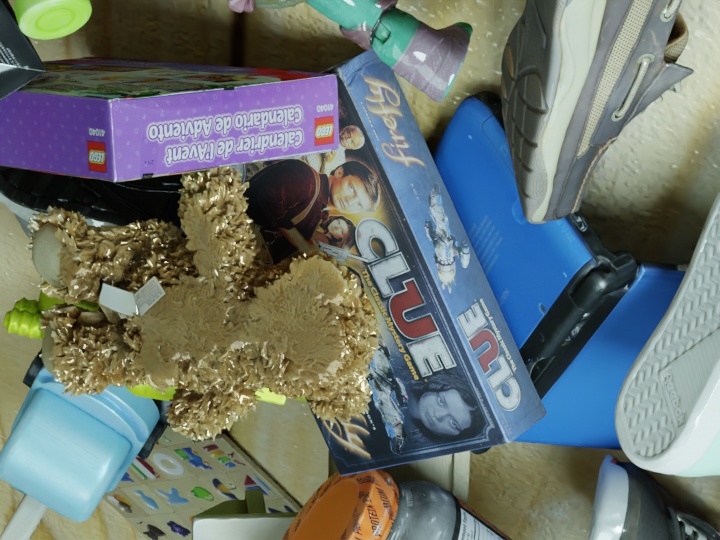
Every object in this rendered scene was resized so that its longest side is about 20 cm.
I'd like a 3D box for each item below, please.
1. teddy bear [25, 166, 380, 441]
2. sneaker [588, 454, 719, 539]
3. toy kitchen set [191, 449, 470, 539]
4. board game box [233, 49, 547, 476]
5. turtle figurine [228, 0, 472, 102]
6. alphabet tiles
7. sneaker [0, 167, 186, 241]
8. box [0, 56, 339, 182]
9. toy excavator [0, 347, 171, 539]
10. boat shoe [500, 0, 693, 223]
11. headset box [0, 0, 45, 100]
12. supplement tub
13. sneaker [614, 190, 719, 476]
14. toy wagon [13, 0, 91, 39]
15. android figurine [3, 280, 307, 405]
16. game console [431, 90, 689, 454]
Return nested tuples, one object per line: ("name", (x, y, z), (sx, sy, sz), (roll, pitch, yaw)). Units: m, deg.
("teddy bear", (-0.080, 0.018, 0.973), (0.198, 0.067, 0.146), (-14, 95, 26))
("sneaker", (0.180, 0.157, 1.089), (0.081, 0.078, 0.200), (5, 160, 23))
("toy kitchen set", (-0.029, 0.157, 1.208), (0.161, 0.181, 0.202), (-1, 108, -9))
("board game box", (0.000, 0.000, 0.989), (0.135, 0.034, 0.201), (-18, 99, 49))
("turtle figurine", (-0.035, -0.153, 0.831), (0.199, 0.101, 0.150), (26, 148, -4))
("alphabet tiles", (-0.126, 0.161, 1.412), (0.199, 0.006, 0.166), (-14, 127, 48))
("sneaker", (-0.116, -0.017, 1.107), (0.199, 0.074, 0.080), (26, 154, 18))
("box", (-0.126, -0.076, 0.943), (0.199, 0.136, 0.040), (10, 106, 46))
("toy excavator", (-0.205, 0.138, 1.261), (0.099, 0.201, 0.195), (33, 148, -3))
("boat shoe", (0.104, -0.088, 0.811), (0.073, 0.075, 0.201), (-3, 147, -6))
("headset box", (-0.233, -0.168, 0.908), (0.149, 0.075, 0.200), (60, 177, -36))
("supplement tub", (0.051, 0.200, 1.074), (0.199, 0.123, 0.122), (37, 147, -15))
("sneaker", (0.207, 0.010, 0.869), (0.117, 0.074, 0.201), (10, 123, -37))
("toy wagon", (-0.135, -0.201, 0.813), (0.200, 0.039, 0.156), (124, 131, -58))
("android figurine", (-0.102, 0.041, 1.109), (0.198, 0.041, 0.182), (11, -174, -7))
("game console", (0.113, 0.008, 0.999), (0.171, 0.118, 0.200), (57, 151, 17))
